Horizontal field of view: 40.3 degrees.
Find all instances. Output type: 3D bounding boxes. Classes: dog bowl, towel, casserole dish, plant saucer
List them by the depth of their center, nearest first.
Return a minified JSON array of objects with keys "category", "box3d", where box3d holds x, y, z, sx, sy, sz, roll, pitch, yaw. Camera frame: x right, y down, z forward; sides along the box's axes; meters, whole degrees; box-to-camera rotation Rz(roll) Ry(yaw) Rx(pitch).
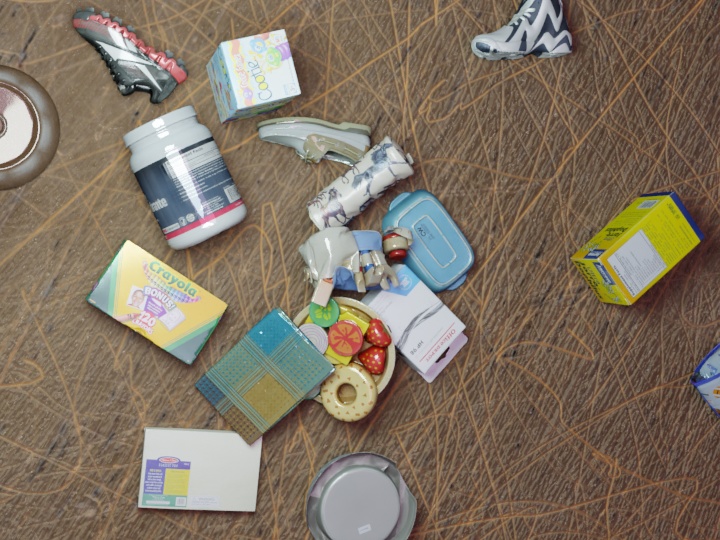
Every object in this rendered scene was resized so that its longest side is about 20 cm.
[{"category":"plant saucer","box3d":[-0.577,-0.226,1.547,0.199,0.037,0.201,-1,92,-14]},{"category":"towel","box3d":[-0.160,0.177,1.645,0.200,0.022,0.147,-43,88,7]},{"category":"dog bowl","box3d":[-0.004,0.411,1.713,0.199,0.059,0.201,-1,92,-15]},{"category":"casserole dish","box3d":[0.126,-0.052,1.743,0.121,0.039,0.200,-39,100,-11]}]

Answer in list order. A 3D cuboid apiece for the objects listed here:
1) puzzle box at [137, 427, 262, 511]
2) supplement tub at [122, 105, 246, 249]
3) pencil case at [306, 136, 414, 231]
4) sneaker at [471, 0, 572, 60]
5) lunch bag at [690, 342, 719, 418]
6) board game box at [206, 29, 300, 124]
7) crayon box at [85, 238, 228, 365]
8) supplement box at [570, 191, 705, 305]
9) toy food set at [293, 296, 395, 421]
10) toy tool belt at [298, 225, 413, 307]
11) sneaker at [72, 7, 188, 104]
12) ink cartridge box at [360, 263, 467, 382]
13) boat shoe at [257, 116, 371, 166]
[{"category":"puzzle box","box3d":[-0.270,0.334,1.655,0.199,0.025,0.134,6,91,-15]},{"category":"supplement tub","box3d":[-0.282,-0.147,1.575,0.140,0.140,0.201,-27,98,-13]},{"category":"pencil case","box3d":[0.002,-0.140,1.662,0.200,0.089,0.078,-40,76,4]},{"category":"sneaker","box3d":[0.285,-0.447,1.751,0.198,0.079,0.130,-5,92,-15]},{"category":"lunch bag","box3d":[0.758,0.209,1.885,0.200,0.124,0.170,-41,101,4]},{"category":"board game box","box3d":[-0.174,-0.306,1.568,0.103,0.200,0.105,-16,96,-14]},{"category":"crayon box","box3d":[-0.332,0.051,1.611,0.200,0.058,0.119,34,83,-14]},{"category":"supplement box","box3d":[0.510,-0.042,1.811,0.200,0.109,0.109,-39,101,-11]},{"category":"toy food set","box3d":[-0.040,0.143,1.663,0.197,0.049,0.201,29,105,7]},{"category":"toy tool belt","box3d":[0.000,0.000,1.643,0.199,0.125,0.123,-2,72,-27]},{"category":"sneaker","box3d":[-0.381,-0.339,1.577,0.200,0.071,0.098,32,81,-15]},{"category":"ink cartridge box","box3d":[0.100,0.097,1.726,0.200,0.067,0.116,44,81,-12]},{"category":"boat shoe","box3d":[-0.076,-0.217,1.663,0.199,0.075,0.069,2,86,-16]}]
